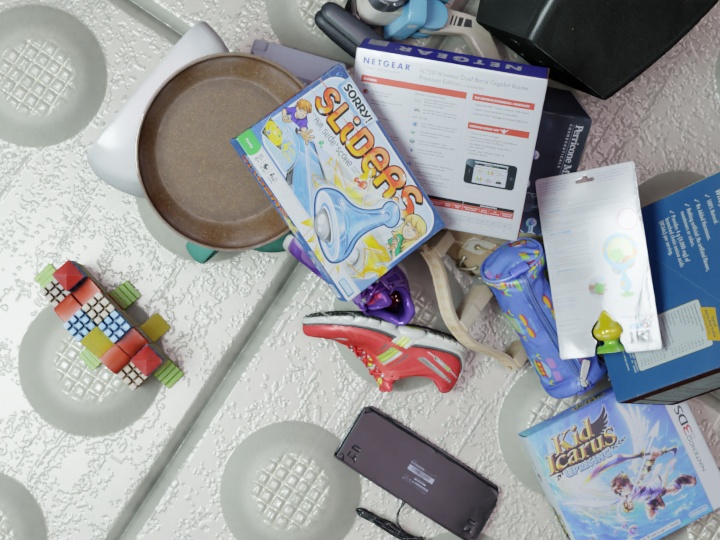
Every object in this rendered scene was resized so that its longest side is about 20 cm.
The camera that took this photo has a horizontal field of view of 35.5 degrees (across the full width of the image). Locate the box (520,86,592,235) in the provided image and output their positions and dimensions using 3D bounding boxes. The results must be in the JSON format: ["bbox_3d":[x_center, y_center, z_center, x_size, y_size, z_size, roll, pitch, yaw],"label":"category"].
[{"bbox_3d":[0.140,-0.138,1.282,0.199,0.107,0.149,8,116,-9],"label":"box"}]

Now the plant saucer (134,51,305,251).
[{"bbox_3d":[-0.132,-0.121,1.146,0.199,0.037,0.201,-4,102,-19],"label":"plant saucer"}]

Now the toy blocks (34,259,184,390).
[{"bbox_3d":[-0.284,0.060,1.240,0.100,0.137,0.200,-43,92,-7],"label":"toy blocks"}]

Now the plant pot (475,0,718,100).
[{"bbox_3d":[0.252,-0.312,1.279,0.200,0.200,0.178,29,98,-30],"label":"plant pot"}]

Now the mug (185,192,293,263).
[{"bbox_3d":[-0.100,-0.084,1.245,0.151,0.114,0.186,15,85,-6],"label":"mug"}]

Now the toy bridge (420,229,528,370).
[{"bbox_3d":[0.126,0.045,1.299,0.200,0.027,0.067,52,58,-23],"label":"toy bridge"}]

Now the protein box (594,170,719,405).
[{"bbox_3d":[0.373,0.025,1.246,0.135,0.200,0.199,8,62,-48],"label":"protein box"}]

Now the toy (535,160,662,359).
[{"bbox_3d":[0.263,-0.009,1.225,0.115,0.047,0.201,-9,85,31],"label":"toy"}]

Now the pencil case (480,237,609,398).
[{"bbox_3d":[0.214,0.060,1.293,0.078,0.087,0.200,-33,112,-3],"label":"pencil case"}]

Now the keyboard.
[{"bbox_3d":[0.057,0.262,1.328,0.200,0.021,0.127,33,78,-3],"label":"keyboard"}]

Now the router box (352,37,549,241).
[{"bbox_3d":[0.085,-0.137,1.183,0.199,0.049,0.180,11,115,7],"label":"router box"}]

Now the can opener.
[{"bbox_3d":[0.029,-0.241,1.313,0.200,0.063,0.079,43,64,-16],"label":"can opener"}]

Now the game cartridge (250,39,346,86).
[{"bbox_3d":[-0.087,-0.159,1.326,0.133,0.042,0.201,16,85,-10],"label":"game cartridge"}]

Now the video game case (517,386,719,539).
[{"bbox_3d":[0.317,0.236,1.346,0.199,0.045,0.182,-26,89,-7],"label":"video game case"}]

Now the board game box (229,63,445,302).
[{"bbox_3d":[-0.021,-0.088,1.141,0.135,0.034,0.200,-38,104,-14],"label":"board game box"}]

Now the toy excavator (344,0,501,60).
[{"bbox_3d":[0.089,-0.308,1.330,0.199,0.100,0.195,3,83,-19],"label":"toy excavator"}]

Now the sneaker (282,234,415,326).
[{"bbox_3d":[0.000,0.000,1.219,0.081,0.084,0.200,-43,136,16],"label":"sneaker"}]

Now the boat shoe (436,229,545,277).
[{"bbox_3d":[0.141,-0.025,1.326,0.199,0.071,0.065,6,86,-7],"label":"boat shoe"}]

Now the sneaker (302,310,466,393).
[{"bbox_3d":[0.025,0.097,1.306,0.199,0.077,0.085,15,91,-5],"label":"sneaker"}]

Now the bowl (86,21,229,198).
[{"bbox_3d":[-0.199,-0.159,1.228,0.075,0.200,0.200,40,85,-1],"label":"bowl"}]
